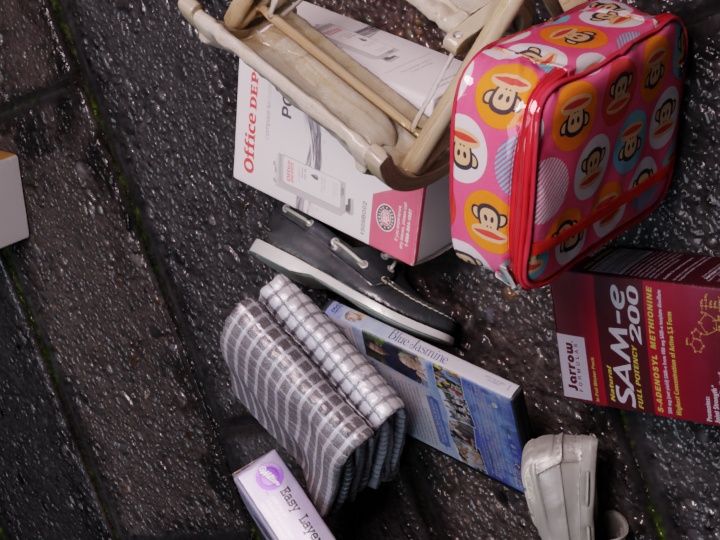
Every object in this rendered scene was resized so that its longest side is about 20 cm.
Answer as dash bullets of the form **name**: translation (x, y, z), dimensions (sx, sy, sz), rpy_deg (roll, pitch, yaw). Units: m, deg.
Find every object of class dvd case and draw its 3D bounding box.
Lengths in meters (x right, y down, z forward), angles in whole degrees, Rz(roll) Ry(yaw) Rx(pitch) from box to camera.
- **dvd case**: translation (0.060, 0.108, 1.229), dimensions (0.199, 0.018, 0.143), rpy_deg (23, 148, 33)

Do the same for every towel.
- **towel**: translation (-0.045, 0.116, 1.270), dimensions (0.166, 0.085, 0.200), rpy_deg (45, 159, 17)

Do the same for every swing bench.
- **swing bench**: translation (0.017, -0.184, 1.025), dimensions (0.199, 0.130, 0.200), rpy_deg (41, 94, 21)

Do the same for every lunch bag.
- **lunch bag**: translation (0.139, -0.077, 0.979), dimensions (0.081, 0.199, 0.178), rpy_deg (24, 127, 33)

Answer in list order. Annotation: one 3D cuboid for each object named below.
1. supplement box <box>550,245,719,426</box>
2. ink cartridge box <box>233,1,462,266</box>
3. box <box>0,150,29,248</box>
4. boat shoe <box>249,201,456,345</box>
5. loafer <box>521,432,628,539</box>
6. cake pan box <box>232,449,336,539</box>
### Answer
- **supplement box**: translation (0.237, 0.048, 1.048), dimensions (0.199, 0.061, 0.110), rpy_deg (7, 114, 41)
- **ink cartridge box**: translation (-0.005, -0.113, 1.174), dimensions (0.199, 0.083, 0.148), rpy_deg (26, 126, 31)
- **box**: translation (-0.476, -0.081, 1.590), dimensions (0.199, 0.124, 0.098), rpy_deg (15, 119, 36)
- **boat shoe**: translation (0.000, 0.000, 1.236), dimensions (0.199, 0.076, 0.061), rpy_deg (27, 84, 15)
- **loafer**: translation (0.183, 0.221, 1.173), dimensions (0.069, 0.070, 0.202), rpy_deg (-11, 116, 16)
- **cake pan box**: translation (-0.042, 0.271, 1.339), dimensions (0.185, 0.052, 0.200), rpy_deg (56, 170, 19)
